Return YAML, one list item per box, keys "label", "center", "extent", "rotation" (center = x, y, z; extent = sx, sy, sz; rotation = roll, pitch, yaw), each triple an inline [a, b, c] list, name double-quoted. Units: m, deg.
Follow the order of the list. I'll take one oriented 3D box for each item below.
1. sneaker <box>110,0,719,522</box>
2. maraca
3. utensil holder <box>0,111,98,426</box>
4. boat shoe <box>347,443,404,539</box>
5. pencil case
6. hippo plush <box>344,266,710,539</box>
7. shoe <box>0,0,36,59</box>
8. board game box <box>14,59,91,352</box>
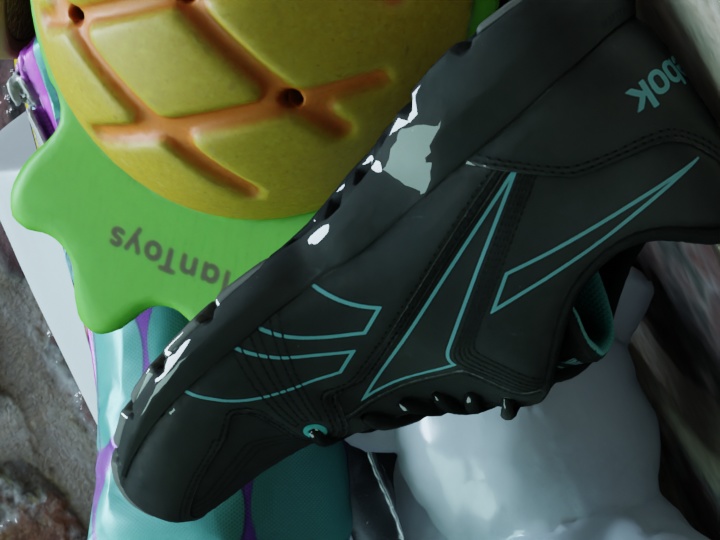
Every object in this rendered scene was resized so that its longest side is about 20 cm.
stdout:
- label: "sneaker"
  center: [0.012, 0.013, 0.704]
  extent: [0.079, 0.200, 0.075]
  rotation: [47, -148, 2]
- label: "maraca"
  center: [-0.032, -0.065, 0.767]
  extent: [0.136, 0.201, 0.107]
  rotation: [22, -157, 17]
- label: "utensil holder"
  center: [-0.069, 0.002, 1.339]
  extent: [0.201, 0.169, 0.170]
  rotation: [66, 173, -17]
- label: "boat shoe"
  center: [0.030, 0.094, 0.936]
  extent: [0.072, 0.067, 0.201]
  rotation: [-52, -50, -48]
- label: "pencil case"
  center: [-0.054, 0.015, 0.853]
  extent: [0.085, 0.092, 0.202]
  rotation: [137, 126, -72]
- label: "hippo plush"
  center: [0.048, 0.097, 0.819]
  extent: [0.161, 0.159, 0.200]
  rotation: [58, 174, 21]
- label: "shoe"
  center: [-0.127, -0.126, 0.917]
  extent: [0.200, 0.053, 0.070]
  rotation: [-93, 2, -59]
- label: "board game box"
  center: [-0.095, -0.093, 1.058]
  extent: [0.200, 0.056, 0.166]
  rotation: [-112, 17, -51]
